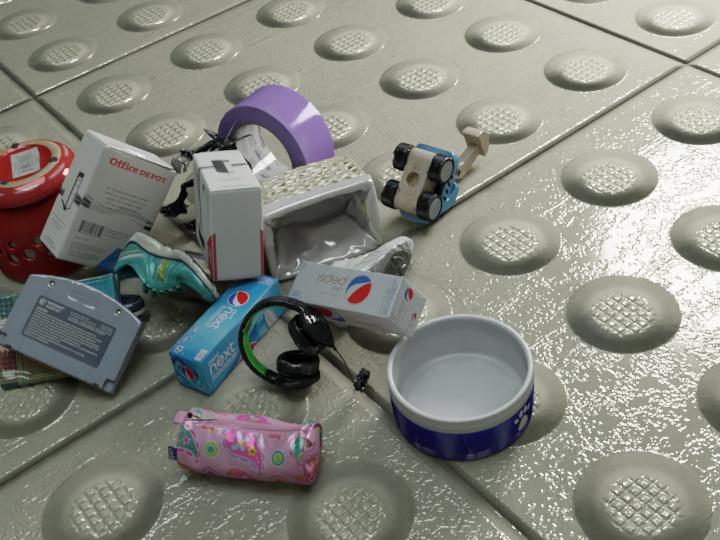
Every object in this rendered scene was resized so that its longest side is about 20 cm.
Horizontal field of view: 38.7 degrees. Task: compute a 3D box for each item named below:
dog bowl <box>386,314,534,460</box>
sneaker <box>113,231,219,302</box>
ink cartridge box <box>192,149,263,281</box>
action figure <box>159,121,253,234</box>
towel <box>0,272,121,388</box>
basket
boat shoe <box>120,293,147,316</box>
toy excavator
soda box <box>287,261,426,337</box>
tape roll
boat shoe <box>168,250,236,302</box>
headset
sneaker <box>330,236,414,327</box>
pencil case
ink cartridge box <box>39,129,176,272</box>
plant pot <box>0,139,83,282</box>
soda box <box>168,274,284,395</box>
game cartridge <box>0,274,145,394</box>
[{"bbox_3d":[0.136,0.155,1.388,0.196,0.080,0.202,-6,40,5],"label":"dog bowl"},{"bbox_3d":[-0.298,0.012,1.583,0.198,0.078,0.080,21,64,31],"label":"sneaker"},{"bbox_3d":[-0.210,-0.091,1.614,0.082,0.147,0.200,-5,23,-14],"label":"ink cartridge box"},{"bbox_3d":[-0.260,-0.157,1.746,0.118,0.201,0.102,37,25,6],"label":"action figure"},{"bbox_3d":[-0.461,0.092,1.572,0.196,0.022,0.149,-11,75,-1],"label":"towel"},{"bbox_3d":[-0.079,-0.093,1.684,0.197,0.137,0.124,-19,38,-12],"label":"basket"},{"bbox_3d":[-0.438,0.046,1.639,0.196,0.063,0.075,0,13,15],"label":"boat shoe"},{"bbox_3d":[0.140,-0.169,1.764,0.099,0.199,0.198,20,92,30],"label":"toy excavator"},{"bbox_3d":[-0.008,0.040,1.457,0.198,0.068,0.064,10,70,42],"label":"soda box"},{"bbox_3d":[-0.147,-0.213,1.784,0.198,0.202,0.085,18,44,29],"label":"tape roll"},{"bbox_3d":[-0.272,0.002,1.666,0.197,0.073,0.065,11,33,26],"label":"boat shoe"},{"bbox_3d":[-0.080,0.117,1.445,0.197,0.125,0.094,21,18,1],"label":"headset"},{"bbox_3d":[0.000,0.000,1.605,0.199,0.079,0.099,-36,43,-29],"label":"sneaker"},{"bbox_3d":[-0.149,0.230,1.354,0.196,0.088,0.088,5,41,16],"label":"pencil case"},{"bbox_3d":[-0.415,-0.109,1.688,0.145,0.202,0.084,18,12,-46],"label":"ink cartridge box"},{"bbox_3d":[-0.560,-0.110,1.769,0.197,0.184,0.202,-7,40,6],"label":"plant pot"},{"bbox_3d":[-0.197,0.090,1.542,0.063,0.069,0.200,17,46,28],"label":"soda box"},{"bbox_3d":[-0.429,0.088,1.540,0.197,0.042,0.135,22,71,10],"label":"game cartridge"}]
